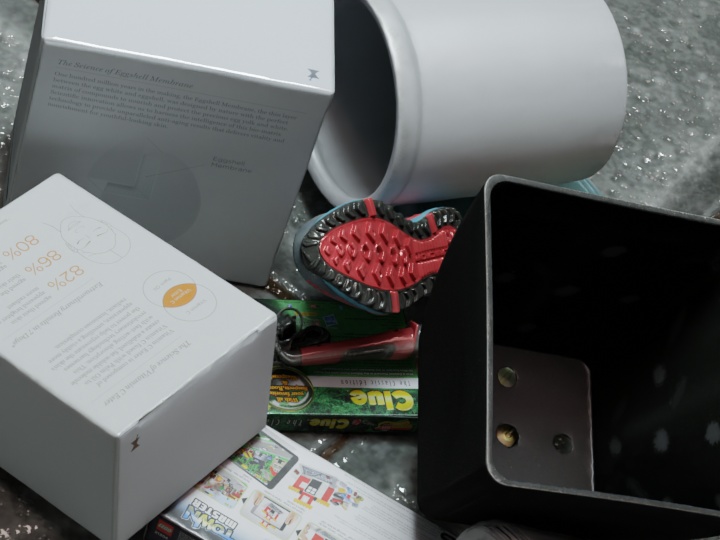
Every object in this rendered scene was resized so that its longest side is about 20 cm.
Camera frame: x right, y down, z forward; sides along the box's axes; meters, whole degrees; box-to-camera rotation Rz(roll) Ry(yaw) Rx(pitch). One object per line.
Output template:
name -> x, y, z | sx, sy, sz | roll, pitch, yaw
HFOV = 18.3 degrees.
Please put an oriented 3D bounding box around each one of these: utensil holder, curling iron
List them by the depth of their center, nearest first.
curling iron -> 0.028, 0.042, 1.570 | 0.199, 0.026, 0.050 | -5, 49, -14
utensil holder -> 0.073, -0.134, 1.655 | 0.199, 0.170, 0.170 | -6, 53, -28

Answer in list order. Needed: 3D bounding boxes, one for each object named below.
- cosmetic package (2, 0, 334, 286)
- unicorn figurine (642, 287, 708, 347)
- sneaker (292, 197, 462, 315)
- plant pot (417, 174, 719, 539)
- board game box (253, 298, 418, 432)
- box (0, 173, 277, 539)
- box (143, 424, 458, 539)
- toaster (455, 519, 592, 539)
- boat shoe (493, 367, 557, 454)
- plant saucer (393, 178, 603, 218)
cosmetic package -> -0.137, -0.112, 1.570 | 0.198, 0.200, 0.123 | 10, 48, -12
unicorn figurine -> 0.222, 0.071, 1.539 | 0.074, 0.137, 0.201 | 13, 55, -28
sneaker -> 0.000, 0.000, 1.569 | 0.200, 0.095, 0.080 | 3, 75, -59
plant pot -> 0.133, 0.079, 1.437 | 0.199, 0.177, 0.200 | 10, 65, -20
board game box -> -0.058, 0.065, 1.566 | 0.199, 0.024, 0.105 | 3, 47, -17
box -> -0.178, 0.055, 1.447 | 0.200, 0.107, 0.152 | 33, 48, 24
box -> -0.030, 0.180, 1.467 | 0.199, 0.035, 0.110 | 30, 47, 7
toaster -> 0.120, 0.232, 1.385 | 0.129, 0.114, 0.200 | 23, 21, -45
boat shoe -> 0.121, 0.084, 1.588 | 0.200, 0.074, 0.067 | -32, 84, -42
plant saucer -> 0.114, -0.037, 1.714 | 0.199, 0.027, 0.201 | 10, 48, -11
